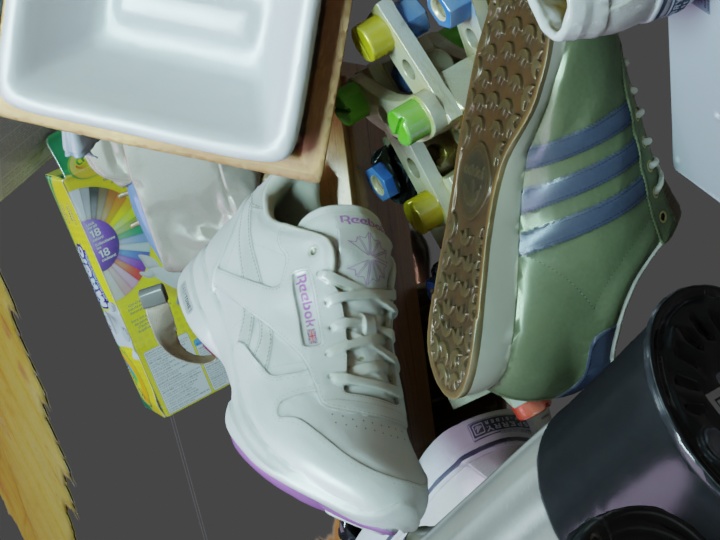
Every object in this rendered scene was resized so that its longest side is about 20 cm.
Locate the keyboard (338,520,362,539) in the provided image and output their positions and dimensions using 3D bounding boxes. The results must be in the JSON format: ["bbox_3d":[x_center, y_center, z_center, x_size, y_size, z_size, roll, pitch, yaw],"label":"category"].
[{"bbox_3d":[0.005,0.052,1.129,0.127,0.021,0.201,43,-134,-78],"label":"keyboard"}]

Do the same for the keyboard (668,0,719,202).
[{"bbox_3d":[0.130,-0.103,0.761,0.056,0.011,0.201,50,157,45],"label":"keyboard"}]

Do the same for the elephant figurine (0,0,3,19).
[{"bbox_3d":[-0.178,-0.222,1.102,0.155,0.199,0.142,45,155,44],"label":"elephant figurine"}]

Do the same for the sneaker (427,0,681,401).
[{"bbox_3d":[0.091,-0.041,0.852,0.067,0.089,0.201,-142,60,-65],"label":"sneaker"}]

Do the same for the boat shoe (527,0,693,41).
[{"bbox_3d":[0.043,-0.172,0.766,0.203,0.086,0.075,65,160,7],"label":"boat shoe"}]

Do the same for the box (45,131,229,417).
[{"bbox_3d":[-0.125,-0.019,1.359,0.048,0.117,0.201,16,130,63],"label":"box"}]

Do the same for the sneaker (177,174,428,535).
[{"bbox_3d":[-0.018,0.030,0.906,0.100,0.075,0.200,-54,43,21],"label":"sneaker"}]

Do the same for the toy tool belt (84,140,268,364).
[{"bbox_3d":[-0.093,-0.052,1.276,0.123,0.124,0.201,-65,-44,-74],"label":"toy tool belt"}]

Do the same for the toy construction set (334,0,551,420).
[{"bbox_3d":[0.053,-0.033,0.943,0.131,0.092,0.201,168,87,-70],"label":"toy construction set"}]

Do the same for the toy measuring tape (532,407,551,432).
[{"bbox_3d":[0.091,0.131,1.090,0.074,0.073,0.201,3,109,68],"label":"toy measuring tape"}]

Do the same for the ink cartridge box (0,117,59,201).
[{"bbox_3d":[-0.183,-0.145,1.274,0.057,0.163,0.200,40,156,15],"label":"ink cartridge box"}]

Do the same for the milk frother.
[{"bbox_3d":[0.084,0.130,0.780,0.188,0.199,0.181,-48,55,38],"label":"milk frother"}]

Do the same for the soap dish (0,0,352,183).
[{"bbox_3d":[-0.072,-0.153,0.918,0.081,0.157,0.201,-38,-41,-75],"label":"soap dish"}]

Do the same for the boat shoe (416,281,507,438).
[{"bbox_3d":[0.047,0.092,1.132,0.066,0.074,0.201,-101,0,-67],"label":"boat shoe"}]

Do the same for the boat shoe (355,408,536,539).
[{"bbox_3d":[0.049,0.142,1.036,0.200,0.072,0.066,-58,45,51],"label":"boat shoe"}]

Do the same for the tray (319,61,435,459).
[{"bbox_3d":[0.000,0.000,1.025,0.099,0.037,0.201,-9,-87,-73],"label":"tray"}]

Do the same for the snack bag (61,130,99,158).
[{"bbox_3d":[-0.109,-0.183,1.020,0.021,0.189,0.201,14,132,24],"label":"snack bag"}]
